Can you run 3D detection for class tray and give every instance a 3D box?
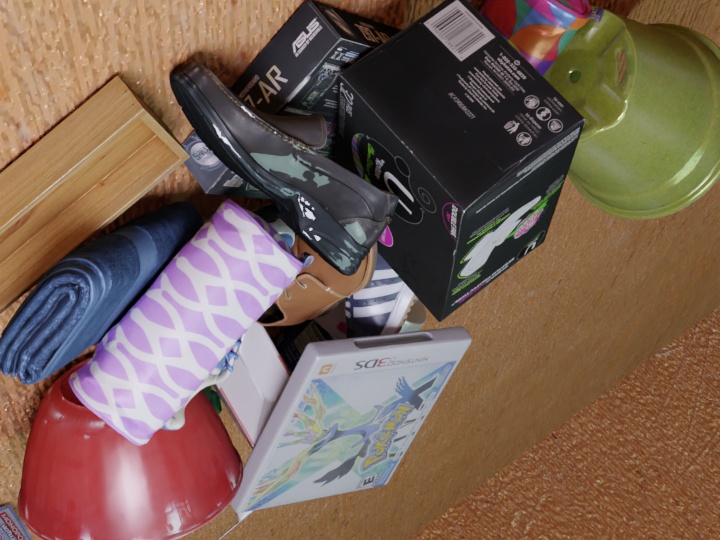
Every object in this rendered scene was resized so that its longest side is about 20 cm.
[{"bbox_3d":[-0.217,-0.042,0.993,0.199,0.037,0.099,-39,162,0],"label":"tray"}]

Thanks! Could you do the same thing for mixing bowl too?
[{"bbox_3d":[-0.206,0.140,1.255,0.199,0.199,0.109,-25,122,-36],"label":"mixing bowl"}]

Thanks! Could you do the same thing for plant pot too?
[{"bbox_3d":[0.241,-0.165,1.393,0.200,0.201,0.184,-46,149,20],"label":"plant pot"}]

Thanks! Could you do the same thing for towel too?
[{"bbox_3d":[-0.190,0.009,1.070,0.112,0.048,0.200,-49,176,23],"label":"towel"}]

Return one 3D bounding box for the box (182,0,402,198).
[{"bbox_3d":[-0.031,-0.126,1.144,0.160,0.044,0.199,-46,161,21],"label":"box"}]

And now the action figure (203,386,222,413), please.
[{"bbox_3d":[-0.184,0.144,1.467,0.118,0.055,0.200,-42,169,3],"label":"action figure"}]

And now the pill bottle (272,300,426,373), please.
[{"bbox_3d":[-0.029,0.089,1.540,0.200,0.116,0.115,-46,161,20],"label":"pill bottle"}]

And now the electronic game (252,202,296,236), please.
[{"bbox_3d":[-0.117,0.001,1.276,0.199,0.042,0.200,-33,169,-7],"label":"electronic game"}]

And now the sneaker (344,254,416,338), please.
[{"bbox_3d":[0.000,0.000,1.296,0.070,0.108,0.201,-83,-162,-66],"label":"sneaker"}]

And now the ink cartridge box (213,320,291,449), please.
[{"bbox_3d":[-0.104,0.108,1.391,0.067,0.117,0.200,-30,175,-7],"label":"ink cartridge box"}]

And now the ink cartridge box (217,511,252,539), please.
[{"bbox_3d":[-0.064,0.180,1.405,0.200,0.039,0.099,-40,176,2],"label":"ink cartridge box"}]

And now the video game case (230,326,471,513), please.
[{"bbox_3d":[-0.009,0.135,1.311,0.181,0.022,0.201,-4,135,-39],"label":"video game case"}]

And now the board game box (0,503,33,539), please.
[{"bbox_3d":[-0.418,0.315,1.403,0.199,0.062,0.201,-25,157,-36],"label":"board game box"}]

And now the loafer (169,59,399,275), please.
[{"bbox_3d":[-0.054,-0.085,1.036,0.072,0.073,0.200,-48,120,-5],"label":"loafer"}]

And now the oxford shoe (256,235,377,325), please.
[{"bbox_3d":[-0.041,0.001,1.223,0.071,0.072,0.200,-23,163,-30],"label":"oxford shoe"}]

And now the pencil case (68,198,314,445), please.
[{"bbox_3d":[-0.131,0.036,1.089,0.200,0.084,0.085,-47,-155,-3],"label":"pencil case"}]

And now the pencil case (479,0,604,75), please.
[{"bbox_3d":[0.120,-0.180,1.255,0.088,0.089,0.200,-14,150,-52],"label":"pencil case"}]

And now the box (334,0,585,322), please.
[{"bbox_3d":[0.069,-0.083,1.130,0.124,0.149,0.200,-36,161,-18],"label":"box"}]

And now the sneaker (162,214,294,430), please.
[{"bbox_3d":[-0.115,0.043,1.167,0.200,0.077,0.076,-50,146,10],"label":"sneaker"}]

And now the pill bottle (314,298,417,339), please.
[{"bbox_3d":[0.033,-0.033,1.378,0.200,0.114,0.113,-48,160,26],"label":"pill bottle"}]
